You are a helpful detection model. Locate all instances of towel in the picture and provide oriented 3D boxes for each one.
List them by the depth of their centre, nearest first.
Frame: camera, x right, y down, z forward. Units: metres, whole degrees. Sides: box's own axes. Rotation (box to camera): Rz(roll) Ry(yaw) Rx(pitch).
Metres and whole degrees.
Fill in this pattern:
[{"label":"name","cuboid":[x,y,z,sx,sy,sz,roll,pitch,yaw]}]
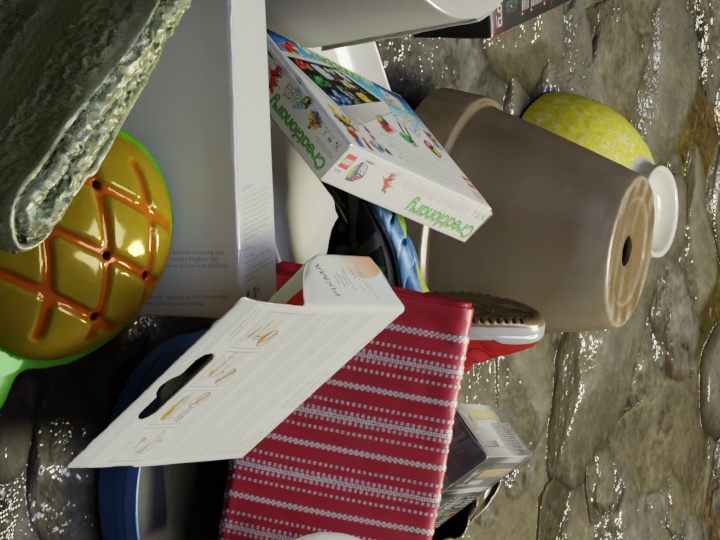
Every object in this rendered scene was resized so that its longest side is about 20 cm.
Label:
[{"label":"towel","cuboid":[-0.193,-0.094,1.350,0.201,0.148,0.037,-62,140,-30]},{"label":"towel","cuboid":[-0.011,0.103,1.601,0.022,0.144,0.201,-86,-174,-84]}]

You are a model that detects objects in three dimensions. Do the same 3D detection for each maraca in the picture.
[{"label":"maraca","cuboid":[-0.190,-0.002,1.409,0.200,0.107,0.138,-41,118,-25]}]

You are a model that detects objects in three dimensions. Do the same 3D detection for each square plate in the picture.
[{"label":"square plate","cuboid":[-0.037,-0.096,1.733,0.198,0.028,0.201,-56,139,-42]}]

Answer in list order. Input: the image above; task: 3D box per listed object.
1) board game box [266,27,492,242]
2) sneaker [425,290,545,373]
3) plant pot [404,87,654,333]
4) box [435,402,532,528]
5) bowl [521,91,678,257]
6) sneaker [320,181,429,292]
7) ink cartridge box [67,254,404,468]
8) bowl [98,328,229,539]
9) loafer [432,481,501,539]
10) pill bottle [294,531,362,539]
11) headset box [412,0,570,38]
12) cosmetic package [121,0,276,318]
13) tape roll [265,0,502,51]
[{"label":"board game box","cuboid":[0.001,-0.093,1.657,0.035,0.126,0.200,-46,149,15]},{"label":"sneaker","cuboid":[0.028,0.078,1.655,0.071,0.199,0.113,-115,-157,-75]},{"label":"plant pot","cuboid":[0.128,-0.030,1.853,0.200,0.173,0.201,10,90,-69]},{"label":"box","cuboid":[0.033,0.159,1.715,0.048,0.158,0.200,54,9,11]},{"label":"bowl","cuboid":[0.211,-0.053,2.087,0.200,0.107,0.201,-13,105,-59]},{"label":"sneaker","cuboid":[0.000,0.000,1.705,0.071,0.082,0.201,-84,155,-77]},{"label":"ink cartridge box","cuboid":[-0.083,0.055,1.476,0.050,0.162,0.200,55,22,21]},{"label":"bowl","cuboid":[-0.108,0.138,1.625,0.200,0.039,0.202,-10,101,-59]},{"label":"loafer","cuboid":[0.066,0.187,1.900,0.200,0.069,0.076,-27,116,-56]},{"label":"pill bottle","cuboid":[-0.046,0.264,1.594,0.111,0.111,0.200,-56,180,-41]},{"label":"headset box","cuboid":[0.101,-0.271,1.903,0.200,0.075,0.149,-32,120,-55]},{"label":"cosmetic package","cuboid":[-0.116,-0.075,1.503,0.081,0.112,0.201,-30,121,-73]},{"label":"tape roll","cuboid":[0.006,-0.261,1.648,0.202,0.139,0.204,14,72,-53]}]
